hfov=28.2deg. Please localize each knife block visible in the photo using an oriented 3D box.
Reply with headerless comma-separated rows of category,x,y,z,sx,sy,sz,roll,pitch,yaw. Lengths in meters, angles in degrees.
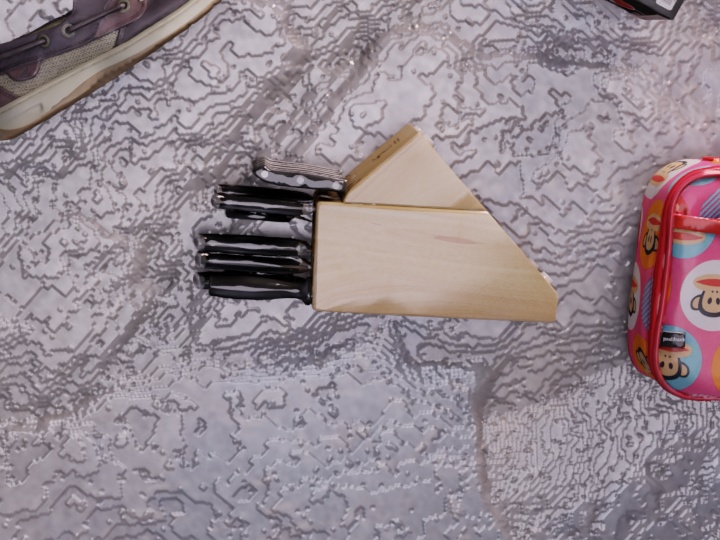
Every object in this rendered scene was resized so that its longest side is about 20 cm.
knife block,0.000,0.000,0.908,0.176,0.064,0.200,-41,101,5

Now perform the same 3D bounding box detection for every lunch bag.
lunch bag,0.278,-0.003,0.921,0.200,0.082,0.176,4,97,-6

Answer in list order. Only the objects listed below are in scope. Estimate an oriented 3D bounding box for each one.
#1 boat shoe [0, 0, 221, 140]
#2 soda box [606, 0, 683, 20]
boat shoe,-0.153,-0.154,0.866,0.200,0.072,0.065,-33,106,9
soda box,0.201,-0.254,0.867,0.063,0.071,0.200,27,98,-7
